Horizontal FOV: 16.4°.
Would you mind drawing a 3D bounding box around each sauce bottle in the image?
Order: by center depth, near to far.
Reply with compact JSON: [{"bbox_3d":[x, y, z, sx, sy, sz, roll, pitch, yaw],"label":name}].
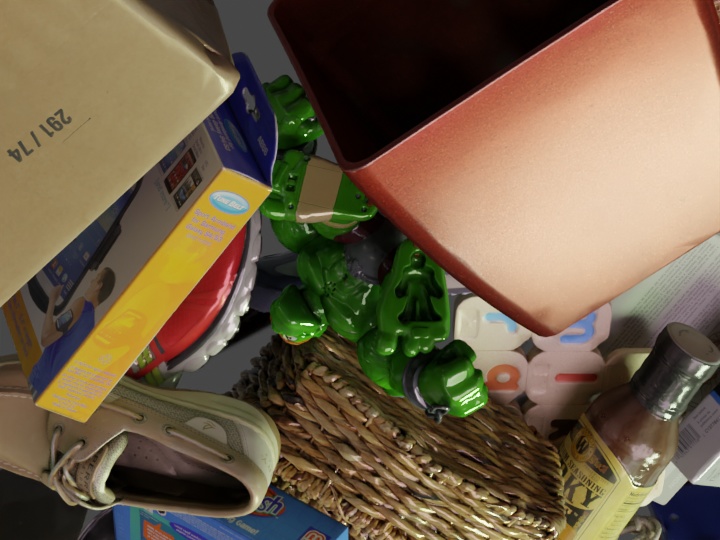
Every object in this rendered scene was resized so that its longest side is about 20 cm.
[{"bbox_3d":[0.154,0.119,1.556,0.064,0.065,0.200,14,119,-34],"label":"sauce bottle"}]

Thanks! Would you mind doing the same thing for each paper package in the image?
[{"bbox_3d":[-0.197,-0.102,1.257,0.200,0.104,0.190,-41,133,14],"label":"paper package"}]

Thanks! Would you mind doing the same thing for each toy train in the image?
[{"bbox_3d":[0.215,0.197,1.749,0.199,0.085,0.116,-8,146,-20],"label":"toy train"}]

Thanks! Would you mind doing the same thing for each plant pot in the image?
[{"bbox_3d":[0.095,-0.089,1.316,0.200,0.200,0.176,-33,123,5],"label":"plant pot"}]

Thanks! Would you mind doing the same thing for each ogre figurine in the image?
[{"bbox_3d":[0.000,0.000,1.370,0.098,0.200,0.120,-50,174,-17],"label":"ogre figurine"}]

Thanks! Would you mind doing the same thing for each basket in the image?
[{"bbox_3d":[0.006,0.135,1.495,0.200,0.143,0.149,36,110,-14],"label":"basket"}]

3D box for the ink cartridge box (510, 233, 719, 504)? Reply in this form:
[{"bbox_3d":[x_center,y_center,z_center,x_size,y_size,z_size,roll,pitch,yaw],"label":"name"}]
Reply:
[{"bbox_3d":[0.191,0.051,1.622,0.176,0.045,0.200,22,118,-37],"label":"ink cartridge box"}]

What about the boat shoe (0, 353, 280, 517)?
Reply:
[{"bbox_3d":[-0.147,0.098,1.401,0.199,0.065,0.072,10,120,4],"label":"boat shoe"}]

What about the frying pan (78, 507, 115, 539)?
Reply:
[{"bbox_3d":[-0.158,0.174,1.581,0.189,0.031,0.115,15,121,-39],"label":"frying pan"}]

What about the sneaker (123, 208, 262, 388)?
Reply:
[{"bbox_3d":[-0.130,0.026,1.429,0.085,0.077,0.200,28,112,-30],"label":"sneaker"}]

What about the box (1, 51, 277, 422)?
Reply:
[{"bbox_3d":[-0.121,-0.030,1.347,0.041,0.119,0.200,21,118,-37],"label":"box"}]

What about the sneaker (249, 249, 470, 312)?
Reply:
[{"bbox_3d":[0.021,-0.025,1.470,0.199,0.070,0.082,-11,112,-16],"label":"sneaker"}]

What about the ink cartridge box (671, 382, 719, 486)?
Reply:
[{"bbox_3d":[0.274,0.099,1.640,0.100,0.039,0.200,-48,153,14],"label":"ink cartridge box"}]

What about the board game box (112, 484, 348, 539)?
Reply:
[{"bbox_3d":[-0.078,0.201,1.518,0.045,0.152,0.201,-42,148,-37],"label":"board game box"}]

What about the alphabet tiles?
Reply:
[{"bbox_3d":[0.101,0.098,1.581,0.194,0.015,0.201,0,121,-6],"label":"alphabet tiles"}]

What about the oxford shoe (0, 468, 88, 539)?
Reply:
[{"bbox_3d":[-0.226,0.192,1.480,0.071,0.200,0.071,30,143,4],"label":"oxford shoe"}]
